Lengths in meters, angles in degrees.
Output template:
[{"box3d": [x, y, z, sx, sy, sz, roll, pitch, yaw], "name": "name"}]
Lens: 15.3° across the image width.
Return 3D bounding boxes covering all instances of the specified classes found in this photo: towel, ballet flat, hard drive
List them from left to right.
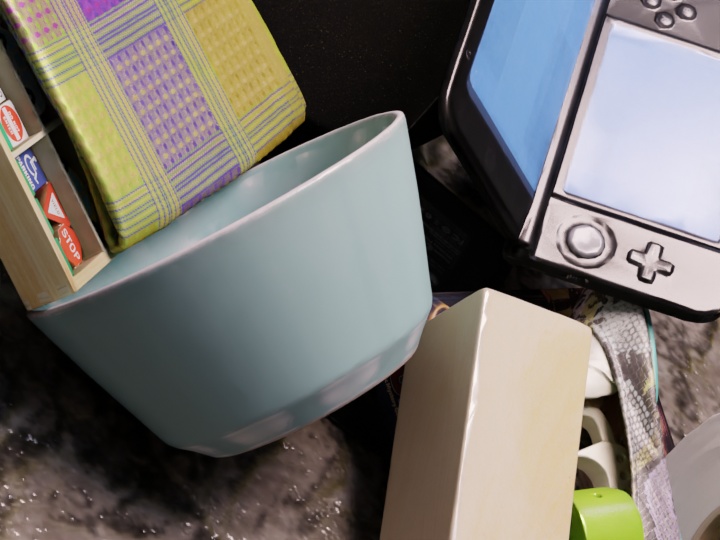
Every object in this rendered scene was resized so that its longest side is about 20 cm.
[{"box3d": [-0.100, -0.104, 1.320, 0.144, 0.023, 0.200, 63, 32, -12], "name": "towel"}, {"box3d": [0.000, 0.000, 1.448, 0.140, 0.033, 0.200, 41, 34, -4], "name": "hard drive"}, {"box3d": [0.121, 0.086, 1.362, 0.072, 0.072, 0.200, 12, 60, -37], "name": "ballet flat"}]

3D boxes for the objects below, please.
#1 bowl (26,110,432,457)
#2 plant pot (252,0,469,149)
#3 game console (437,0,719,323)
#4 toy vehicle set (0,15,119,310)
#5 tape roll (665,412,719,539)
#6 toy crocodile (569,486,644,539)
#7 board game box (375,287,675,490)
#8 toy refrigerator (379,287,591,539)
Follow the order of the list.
[{"box3d": [-0.045, 0.016, 1.269, 0.105, 0.201, 0.201, 62, 33, -7], "name": "bowl"}, {"box3d": [0.016, -0.175, 1.491, 0.177, 0.200, 0.200, 48, 28, 8], "name": "plant pot"}, {"box3d": [0.136, -0.101, 1.373, 0.176, 0.116, 0.200, 19, 61, 1], "name": "game console"}, {"box3d": [-0.168, -0.091, 1.252, 0.200, 0.027, 0.124, 64, 19, -11], "name": "toy vehicle set"}, {"box3d": [0.217, 0.166, 1.333, 0.071, 0.202, 0.203, 15, 43, -35], "name": "tape roll"}, {"box3d": [0.129, 0.201, 1.286, 0.067, 0.062, 0.200, -19, 97, -31], "name": "toy crocodile"}, {"box3d": [0.090, 0.078, 1.409, 0.200, 0.035, 0.136, -2, 71, -50], "name": "board game box"}, {"box3d": [0.057, 0.119, 1.271, 0.070, 0.076, 0.200, 21, 62, -22], "name": "toy refrigerator"}]
